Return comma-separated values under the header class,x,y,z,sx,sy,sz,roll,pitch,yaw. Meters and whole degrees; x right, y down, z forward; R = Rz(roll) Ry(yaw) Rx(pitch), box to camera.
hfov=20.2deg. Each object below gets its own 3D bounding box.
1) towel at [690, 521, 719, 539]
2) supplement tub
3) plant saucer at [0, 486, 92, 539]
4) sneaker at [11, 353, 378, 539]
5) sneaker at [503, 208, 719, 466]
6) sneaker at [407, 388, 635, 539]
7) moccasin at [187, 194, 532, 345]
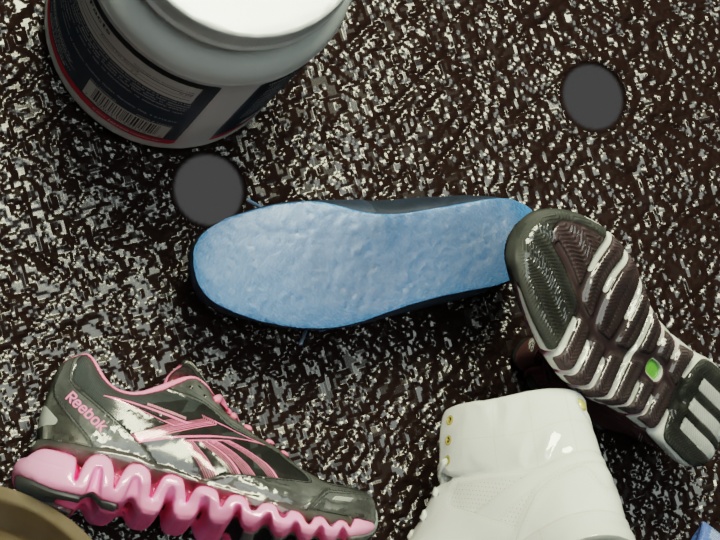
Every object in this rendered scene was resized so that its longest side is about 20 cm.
class,x,y,z,sx,sy,sz,roll,pitch,yaw
towel,0.243,0.260,1.171,0.199,0.024,0.147,37,70,-8
supplement tub,-0.082,-0.151,1.048,0.139,0.200,0.142,3,79,-17
plant saucer,-0.207,0.203,1.003,0.198,0.030,0.202,1,65,-3
sneaker,-0.081,0.096,1.077,0.198,0.079,0.096,15,64,-16
sneaker,0.111,0.038,1.113,0.200,0.115,0.076,48,66,-34
sneaker,0.051,0.140,1.083,0.074,0.199,0.116,33,34,-44
moccasin,0.000,0.000,1.120,0.198,0.068,0.081,-1,88,-17
